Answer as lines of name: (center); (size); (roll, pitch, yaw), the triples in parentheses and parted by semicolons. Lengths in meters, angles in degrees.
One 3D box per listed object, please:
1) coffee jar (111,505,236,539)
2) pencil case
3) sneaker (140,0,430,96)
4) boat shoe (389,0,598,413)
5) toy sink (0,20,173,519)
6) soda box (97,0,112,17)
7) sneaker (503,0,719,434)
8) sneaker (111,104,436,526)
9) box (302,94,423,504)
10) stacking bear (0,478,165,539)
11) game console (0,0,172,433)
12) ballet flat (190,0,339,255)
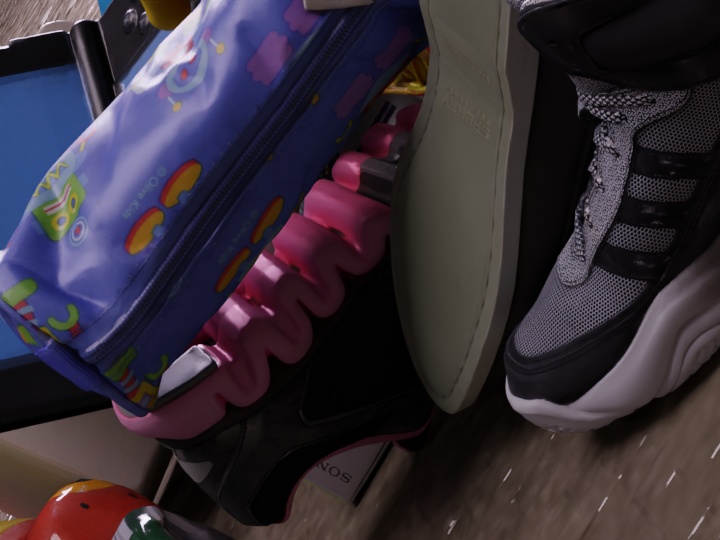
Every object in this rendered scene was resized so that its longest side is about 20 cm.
coffee jar: (-0.076, 0.186, 0.865); (0.201, 0.104, 0.085); (-61, 13, 0)
pencil case: (-0.044, -0.047, 0.874); (0.200, 0.078, 0.087); (-51, 16, 6)
sneaker: (-0.002, -0.091, 1.039); (0.199, 0.073, 0.077); (19, 57, 34)
boat shoe: (0.052, -0.041, 0.850); (0.072, 0.060, 0.202); (50, 145, 42)
toy sink: (-0.126, 0.010, 1.234); (0.112, 0.129, 0.201); (108, -177, -67)
soda box: (-0.039, -0.132, 1.200); (0.068, 0.065, 0.199); (-27, 23, -34)
sneaker: (0.076, -0.044, 0.773); (0.200, 0.113, 0.076); (-50, 18, 32)
sneaker: (0.010, 0.015, 0.950); (0.199, 0.096, 0.079); (-37, 27, -7)
box: (0.000, 0.000, 1.080); (0.145, 0.036, 0.200); (-59, 15, 5)
stacking bear: (-0.141, 0.149, 1.130); (0.199, 0.121, 0.115); (-28, 70, 44)
game console: (-0.115, -0.050, 1.117); (0.176, 0.116, 0.201); (-48, 47, 37)
ballet flat: (-0.043, -0.050, 0.974); (0.074, 0.074, 0.201); (-87, 0, -58)
